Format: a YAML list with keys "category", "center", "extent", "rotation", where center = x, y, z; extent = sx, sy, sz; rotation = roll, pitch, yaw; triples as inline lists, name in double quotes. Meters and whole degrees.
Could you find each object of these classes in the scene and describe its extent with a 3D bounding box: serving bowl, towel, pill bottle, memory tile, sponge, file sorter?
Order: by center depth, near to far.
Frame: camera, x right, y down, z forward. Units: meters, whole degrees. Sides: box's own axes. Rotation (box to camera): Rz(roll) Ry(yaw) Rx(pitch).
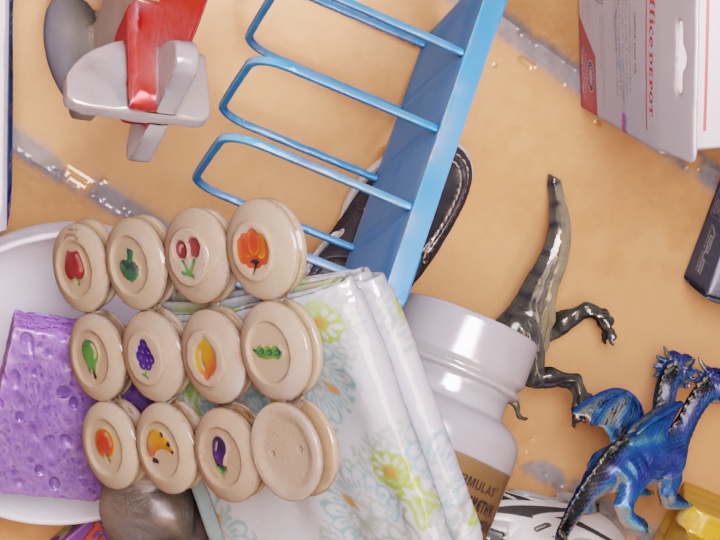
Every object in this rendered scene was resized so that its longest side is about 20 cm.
- category: "memory tile"
  center: [-0.092, 0.044, 0.852]
  extent: [0.017, 0.200, 0.154]
  rotation: [-12, 95, -45]
- category: "towel"
  center: [-0.027, 0.097, 0.872]
  extent: [0.048, 0.171, 0.200]
  rotation: [-32, 107, -43]
- category: "file sorter"
  center: [-0.016, -0.083, 0.926]
  extent: [0.122, 0.139, 0.200]
  rotation: [22, 76, -11]
- category: "sponge"
  center: [-0.121, 0.089, 0.980]
  extent: [0.200, 0.030, 0.112]
  rotation: [9, 114, -19]
- category: "pill bottle"
  center: [0.032, 0.122, 1.000]
  extent: [0.114, 0.114, 0.200]
  rotation: [25, 82, -15]
- category: "serving bowl"
  center: [-0.180, 0.055, 1.001]
  extent: [0.200, 0.066, 0.201]
  rotation: [-6, 116, -12]

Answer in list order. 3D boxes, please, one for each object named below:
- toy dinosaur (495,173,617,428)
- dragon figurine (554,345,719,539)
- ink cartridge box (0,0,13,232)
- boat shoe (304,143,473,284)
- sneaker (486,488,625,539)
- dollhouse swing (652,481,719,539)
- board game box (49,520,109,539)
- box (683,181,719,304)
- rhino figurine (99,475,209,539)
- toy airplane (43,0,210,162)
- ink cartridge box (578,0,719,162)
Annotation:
- category: "toy dinosaur"
  center: [0.118, 0.047, 1.069]
  extent: [0.088, 0.047, 0.200]
  rotation: [25, 97, -9]
- category: "dragon figurine"
  center: [0.172, 0.109, 1.043]
  extent: [0.200, 0.059, 0.100]
  rotation: [-12, 109, -45]
- category: "ink cartridge box"
  center: [-0.269, -0.096, 0.945]
  extent: [0.136, 0.076, 0.201]
  rotation: [2, 104, -9]
- category: "boat shoe"
  center: [0.000, 0.000, 1.026]
  extent: [0.200, 0.060, 0.074]
  rotation: [-44, 108, 5]
- category: "sneaker"
  center: [0.087, 0.182, 1.070]
  extent: [0.199, 0.089, 0.074]
  rotation: [2, 108, -15]
- category: "dollhouse swing"
  center: [0.239, 0.275, 1.085]
  extent: [0.181, 0.176, 0.200]
  rotation: [23, 100, -15]
- category: "board game box"
  center: [-0.114, 0.178, 1.076]
  extent: [0.200, 0.032, 0.120]
  rotation: [-41, 104, 3]
- category: "box"
  center: [0.319, -0.059, 1.068]
  extent: [0.157, 0.051, 0.200]
  rotation: [16, 103, -12]
- category: "rhino figurine"
  center: [-0.109, 0.144, 0.960]
  extent: [0.087, 0.060, 0.200]
  rotation: [-6, 111, -17]
- category: "toy airplane"
  center: [-0.126, -0.162, 0.887]
  extent: [0.141, 0.199, 0.200]
  rotation: [25, 101, -12]
- category: "ink cartridge box"
  center: [0.185, -0.136, 0.945]
  extent: [0.067, 0.200, 0.117]
  rotation: [-5, 107, -8]
